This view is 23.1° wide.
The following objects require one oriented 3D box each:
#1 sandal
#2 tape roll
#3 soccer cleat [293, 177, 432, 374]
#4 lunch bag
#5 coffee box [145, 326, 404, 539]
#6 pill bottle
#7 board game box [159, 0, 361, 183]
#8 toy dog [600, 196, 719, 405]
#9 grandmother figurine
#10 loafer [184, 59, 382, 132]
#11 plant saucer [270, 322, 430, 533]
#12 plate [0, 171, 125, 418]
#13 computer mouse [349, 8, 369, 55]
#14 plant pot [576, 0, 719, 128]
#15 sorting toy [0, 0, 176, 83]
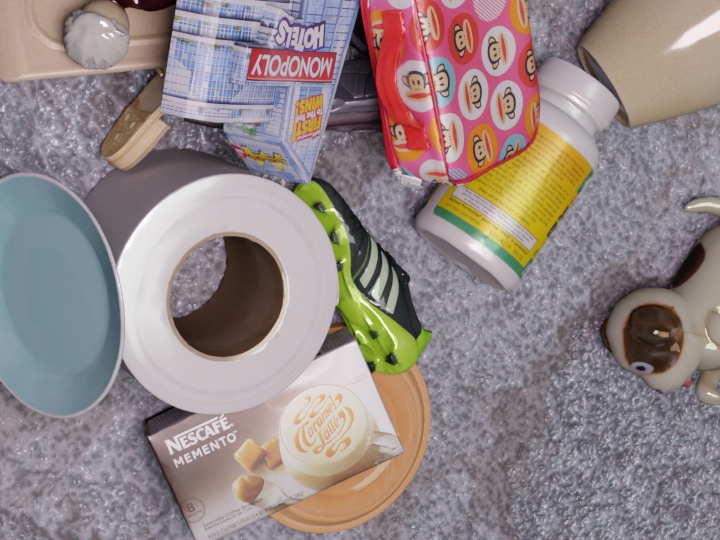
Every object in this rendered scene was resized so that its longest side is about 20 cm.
[{"bbox_3d":[-0.161,-0.186,1.462,0.070,0.078,0.212,37,91,-31],"label":"sandal"},{"bbox_3d":[-0.136,0.006,1.485,0.202,0.139,0.204,-6,105,-24],"label":"tape roll"},{"bbox_3d":[0.000,0.000,1.599,0.081,0.067,0.201,-42,110,-47],"label":"soccer cleat"},{"bbox_3d":[0.072,-0.174,1.482,0.176,0.082,0.201,-31,118,-45],"label":"lunch bag"},{"bbox_3d":[-0.077,0.145,1.548,0.199,0.080,0.115,-24,100,-5],"label":"coffee box"},{"bbox_3d":[0.148,-0.092,1.615,0.113,0.113,0.200,38,84,-28],"label":"pill bottle"},{"bbox_3d":[-0.074,-0.169,1.395,0.200,0.061,0.201,-12,113,-61],"label":"board game box"},{"bbox_3d":[0.337,0.041,1.729,0.199,0.139,0.195,-28,100,-18],"label":"toy dog"},{"bbox_3d":[-0.169,-0.245,1.374,0.201,0.121,0.061,-63,152,-11],"label":"grandmother figurine"},{"bbox_3d":[-0.059,-0.137,1.520,0.199,0.072,0.063,-5,139,-9],"label":"loafer"},{"bbox_3d":[-0.022,0.149,1.636,0.199,0.032,0.201,-7,105,-25],"label":"plant saucer"},{"bbox_3d":[-0.249,0.019,1.412,0.026,0.200,0.201,-14,110,-48],"label":"plate"},{"bbox_3d":[-0.007,-0.243,1.540,0.138,0.053,0.200,-44,125,0],"label":"computer mouse"},{"bbox_3d":[0.309,-0.226,1.639,0.199,0.187,0.188,-32,115,-1],"label":"plant pot"},{"bbox_3d":[-0.207,-0.248,1.413,0.199,0.036,0.186,-9,83,-15],"label":"sorting toy"}]
